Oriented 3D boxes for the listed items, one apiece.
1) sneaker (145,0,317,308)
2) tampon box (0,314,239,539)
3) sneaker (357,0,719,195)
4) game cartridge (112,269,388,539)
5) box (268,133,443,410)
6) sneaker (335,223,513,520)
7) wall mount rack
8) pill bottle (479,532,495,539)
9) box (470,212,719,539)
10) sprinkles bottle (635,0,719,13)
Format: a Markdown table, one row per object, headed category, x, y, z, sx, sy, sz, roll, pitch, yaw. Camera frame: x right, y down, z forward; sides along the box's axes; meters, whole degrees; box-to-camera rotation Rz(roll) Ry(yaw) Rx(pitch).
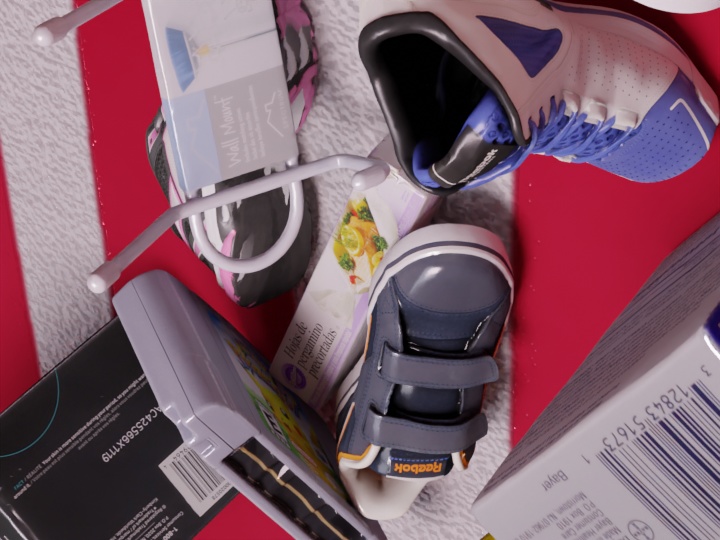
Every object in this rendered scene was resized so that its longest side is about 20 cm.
| category | x | y | z | sx | sy | sz | roll | pitch | yaw |
| --- | --- | --- | --- | --- | --- | --- | --- | --- | --- |
| sneaker | -0.081 | -0.075 | 1.157 | 0.086 | 0.080 | 0.201 | 31 | 134 | 33 |
| tampon box | -0.173 | 0.132 | 1.324 | 0.126 | 0.150 | 0.200 | 49 | 153 | -3 |
| sneaker | 0.064 | -0.072 | 0.944 | 0.199 | 0.116 | 0.080 | 30 | 138 | -30 |
| game cartridge | -0.057 | 0.085 | 1.209 | 0.200 | 0.040 | 0.134 | 47 | -175 | -44 |
| box | 0.000 | 0.000 | 1.176 | 0.039 | 0.041 | 0.201 | 38 | 141 | 10 |
| sneaker | 0.035 | 0.059 | 1.152 | 0.078 | 0.080 | 0.201 | 4 | 144 | -11 |
| wall mount rack | -0.076 | -0.080 | 1.035 | 0.074 | 0.173 | 0.202 | 20 | 125 | 57 |
| pill bottle | 0.137 | 0.142 | 1.117 | 0.109 | 0.109 | 0.200 | 43 | 135 | 2 |
| box | 0.171 | 0.043 | 0.937 | 0.105 | 0.200 | 0.184 | 44 | 141 | -1 |
| sprinkles bottle | 0.145 | -0.197 | 0.859 | 0.068 | 0.068 | 0.201 | 30 | 138 | 17 |
